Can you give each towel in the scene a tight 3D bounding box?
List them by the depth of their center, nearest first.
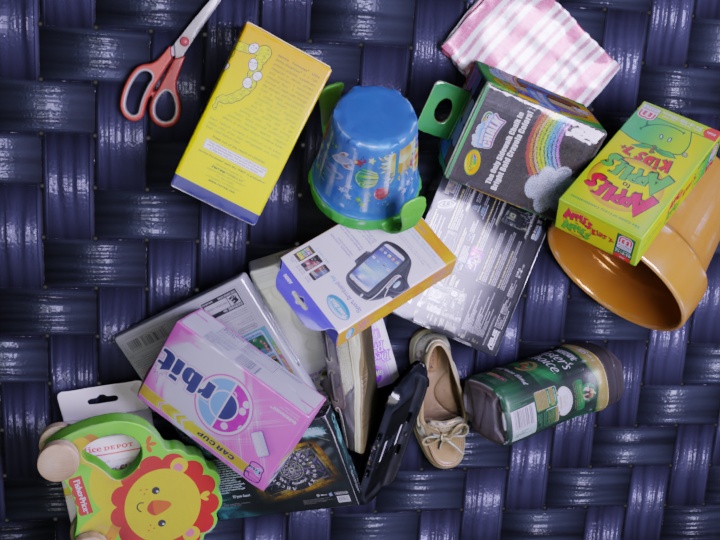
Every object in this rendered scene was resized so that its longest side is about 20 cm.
[{"bbox_3d":[0.215,-0.266,1.093,0.200,0.030,0.147,40,95,-15],"label":"towel"}]

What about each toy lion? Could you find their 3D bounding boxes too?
[{"bbox_3d":[-0.268,0.261,1.051,0.190,0.069,0.201,-17,109,-13],"label":"toy lion"}]

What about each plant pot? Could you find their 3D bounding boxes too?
[{"bbox_3d":[0.369,-0.058,1.093,0.200,0.200,0.183,45,78,-15],"label":"plant pot"}]

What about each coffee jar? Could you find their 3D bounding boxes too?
[{"bbox_3d":[0.241,0.155,1.135,0.199,0.104,0.086,-14,103,-24],"label":"coffee jar"}]

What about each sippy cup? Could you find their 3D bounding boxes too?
[{"bbox_3d":[0.011,-0.137,1.008,0.177,0.131,0.140,24,59,8],"label":"sippy cup"}]

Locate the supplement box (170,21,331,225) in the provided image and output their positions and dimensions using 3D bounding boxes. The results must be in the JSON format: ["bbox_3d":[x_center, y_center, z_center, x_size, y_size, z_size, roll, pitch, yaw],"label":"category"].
[{"bbox_3d":[-0.130,-0.172,1.018,0.109,0.109,0.201,26,97,-14],"label":"supplement box"}]

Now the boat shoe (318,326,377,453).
[{"bbox_3d":[-0.018,0.129,1.073,0.065,0.072,0.202,4,112,16],"label":"boat shoe"}]

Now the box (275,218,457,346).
[{"bbox_3d":[0.000,0.000,1.022,0.199,0.042,0.119,-31,67,-20],"label":"box"}]

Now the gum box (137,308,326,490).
[{"bbox_3d":[-0.156,0.146,1.022,0.199,0.066,0.114,35,108,7],"label":"gum box"}]

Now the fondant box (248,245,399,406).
[{"bbox_3d":[-0.045,0.065,1.113,0.143,0.058,0.201,-18,106,-5],"label":"fondant box"}]

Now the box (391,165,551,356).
[{"bbox_3d":[0.136,-0.012,1.114,0.159,0.044,0.201,22,89,-13],"label":"box"}]

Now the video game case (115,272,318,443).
[{"bbox_3d":[-0.180,0.119,1.088,0.199,0.024,0.183,-25,107,19],"label":"video game case"}]

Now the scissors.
[{"bbox_3d":[-0.221,-0.264,1.031,0.073,0.014,0.201,23,100,-11],"label":"scissors"}]

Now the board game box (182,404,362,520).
[{"bbox_3d":[-0.110,0.245,1.098,0.199,0.028,0.136,-11,112,18],"label":"board game box"}]

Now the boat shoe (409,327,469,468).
[{"bbox_3d":[0.103,0.178,1.160,0.073,0.063,0.202,-14,105,-6],"label":"boat shoe"}]

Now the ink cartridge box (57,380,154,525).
[{"bbox_3d":[-0.315,0.249,1.102,0.116,0.068,0.202,-9,107,-7],"label":"ink cartridge box"}]

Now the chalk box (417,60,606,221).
[{"bbox_3d":[0.168,-0.165,1.047,0.199,0.124,0.125,22,113,-8],"label":"chalk box"}]

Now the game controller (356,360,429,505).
[{"bbox_3d":[0.036,0.211,1.119,0.042,0.104,0.201,30,121,26],"label":"game controller"}]

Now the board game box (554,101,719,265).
[{"bbox_3d":[0.319,-0.104,0.995,0.200,0.101,0.048,-45,151,-28],"label":"board game box"}]
